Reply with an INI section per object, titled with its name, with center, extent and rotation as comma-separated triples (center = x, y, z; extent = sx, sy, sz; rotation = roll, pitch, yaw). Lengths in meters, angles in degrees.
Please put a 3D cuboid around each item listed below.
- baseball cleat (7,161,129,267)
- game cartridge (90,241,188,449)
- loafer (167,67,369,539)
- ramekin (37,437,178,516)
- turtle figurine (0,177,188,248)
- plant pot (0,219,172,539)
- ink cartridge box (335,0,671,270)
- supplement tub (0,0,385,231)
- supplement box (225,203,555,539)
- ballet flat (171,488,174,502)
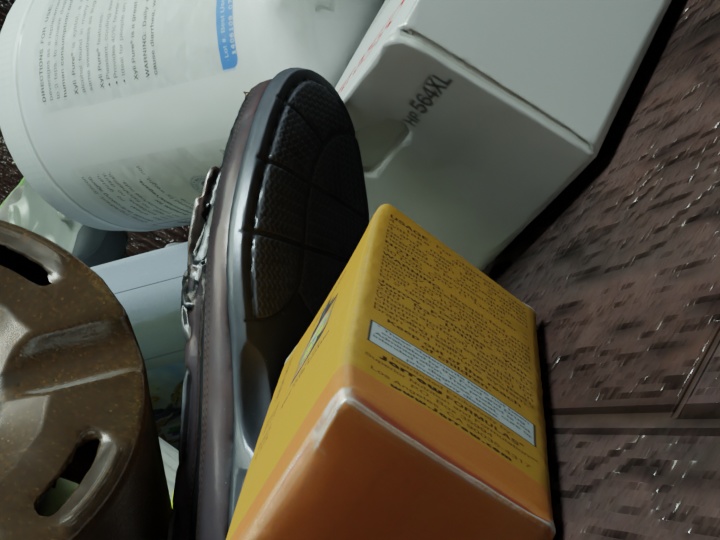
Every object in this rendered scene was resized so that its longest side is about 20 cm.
[baseball cleat]
center = -0.126, 0.005, 1.194
extent = 0.070, 0.106, 0.201
rotation = 63, 144, 38
[game cartridge]
center = -0.087, 0.047, 1.130
extent = 0.200, 0.132, 0.042
rotation = 74, -174, -66
[loafer]
center = -0.039, 0.031, 0.803
extent = 0.063, 0.072, 0.202
rotation = -12, 66, 33
[ramekin]
center = -0.119, 0.164, 1.054
extent = 0.201, 0.105, 0.200
rotation = -58, 5, 8
[turtle figurine]
center = -0.116, 0.026, 1.343
extent = 0.201, 0.193, 0.144
rotation = -58, 2, -22
[plant pot]
center = -0.144, 0.096, 0.842
extent = 0.199, 0.199, 0.201
rotation = 95, -162, -53
[ink cartridge box]
center = 0.064, -0.109, 0.901
extent = 0.201, 0.084, 0.146
rotation = -62, 6, -27
[supplement tub]
center = -0.052, -0.089, 1.039
extent = 0.199, 0.132, 0.133
rotation = -6, 48, 49
[supplement box]
center = 0.010, 0.045, 0.669
extent = 0.067, 0.068, 0.200
rotation = -57, 7, 14
[ballet flat]
center = -0.029, 0.063, 0.914
extent = 0.200, 0.066, 0.068
rotation = 146, 116, -70
